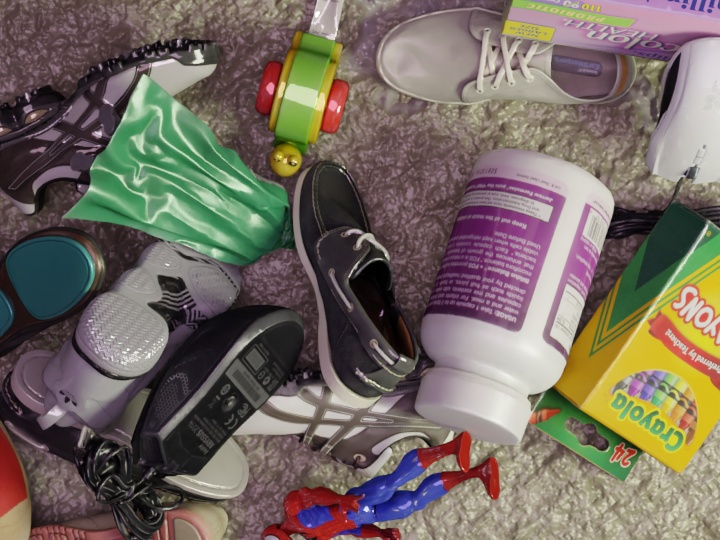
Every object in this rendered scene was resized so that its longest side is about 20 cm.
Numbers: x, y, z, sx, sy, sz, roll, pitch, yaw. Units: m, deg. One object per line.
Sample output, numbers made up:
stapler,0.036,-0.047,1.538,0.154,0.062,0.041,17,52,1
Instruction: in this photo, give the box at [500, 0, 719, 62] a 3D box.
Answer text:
box,0.205,-0.266,1.664,0.175,0.097,0.201,10,75,-1

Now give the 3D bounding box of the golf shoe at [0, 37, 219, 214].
golf shoe,-0.187,-0.109,1.706,0.199,0.078,0.095,-22,95,12

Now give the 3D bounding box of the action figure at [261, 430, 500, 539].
action figure,0.006,0.177,1.708,0.199,0.052,0.065,-21,138,31

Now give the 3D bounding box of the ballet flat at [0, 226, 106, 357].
ballet flat,-0.241,0.013,1.682,0.200,0.068,0.068,-28,90,39

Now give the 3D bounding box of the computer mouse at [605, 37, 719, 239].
computer mouse,0.243,-0.087,1.671,0.109,0.044,0.201,6,138,0

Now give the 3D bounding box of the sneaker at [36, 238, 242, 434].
sneaker,-0.169,0.049,1.684,0.075,0.200,0.115,43,122,4

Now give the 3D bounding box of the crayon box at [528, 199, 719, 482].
crayon box,0.229,0.064,1.705,0.127,0.051,0.200,32,94,-36

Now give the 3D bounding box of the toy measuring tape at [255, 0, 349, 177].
toy measuring tape,-0.034,-0.168,1.709,0.073,0.074,0.201,15,93,-1

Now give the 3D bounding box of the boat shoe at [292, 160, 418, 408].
boat shoe,0.000,0.000,1.684,0.072,0.068,0.201,12,52,-36

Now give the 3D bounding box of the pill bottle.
pill bottle,0.108,0.021,1.675,0.112,0.112,0.201,20,75,-1

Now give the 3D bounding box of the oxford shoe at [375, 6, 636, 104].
oxford shoe,0.111,-0.160,1.717,0.199,0.058,0.076,5,96,1

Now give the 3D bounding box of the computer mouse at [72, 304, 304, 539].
computer mouse,-0.125,0.092,1.640,0.200,0.139,0.053,-45,58,-12

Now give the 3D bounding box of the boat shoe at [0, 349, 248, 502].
boat shoe,-0.182,0.129,1.730,0.199,0.074,0.060,24,136,-16

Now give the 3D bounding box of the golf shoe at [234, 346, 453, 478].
golf shoe,-0.023,0.116,1.722,0.199,0.078,0.095,-10,93,2

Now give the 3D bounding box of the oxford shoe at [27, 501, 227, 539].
oxford shoe,-0.192,0.217,1.735,0.199,0.074,0.071,-9,97,20

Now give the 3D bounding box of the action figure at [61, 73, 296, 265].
action figure,-0.118,-0.057,1.683,0.200,0.055,0.118,27,100,-37

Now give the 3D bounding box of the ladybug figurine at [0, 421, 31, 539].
ladybug figurine,-0.323,0.150,1.684,0.135,0.072,0.200,-35,92,-10
